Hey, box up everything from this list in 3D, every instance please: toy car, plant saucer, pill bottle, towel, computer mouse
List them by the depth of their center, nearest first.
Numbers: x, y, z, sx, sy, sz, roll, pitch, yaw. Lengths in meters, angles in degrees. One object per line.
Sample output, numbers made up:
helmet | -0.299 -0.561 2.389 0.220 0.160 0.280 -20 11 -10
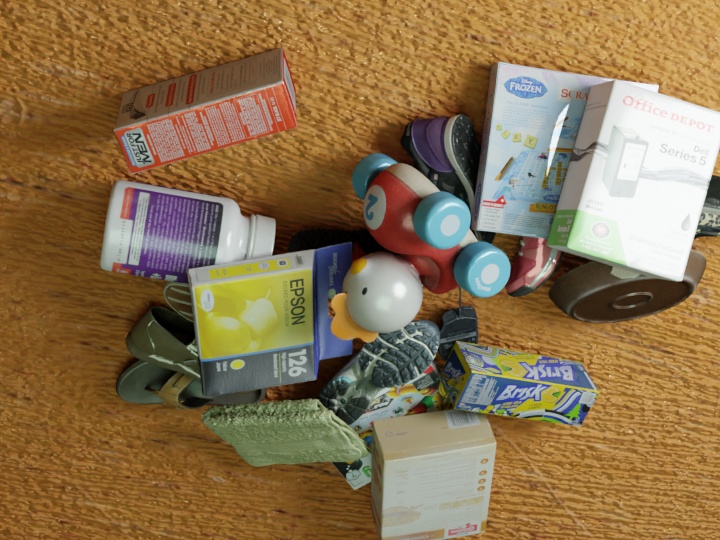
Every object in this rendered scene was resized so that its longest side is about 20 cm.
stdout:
toy car | 0.032 -0.004 1.530 0.200 0.184 0.177 -46 125 -5
pill bottle | -0.208 -0.040 1.593 0.199 0.112 0.112 9 119 -9
plant saucer | 0.338 0.025 1.651 0.200 0.035 0.200 -9 159 -3
computer mouse | 0.124 0.041 1.703 0.058 0.034 0.200 -9 126 -11
towel | -0.098 0.216 1.734 0.200 0.037 0.148 -5 146 28

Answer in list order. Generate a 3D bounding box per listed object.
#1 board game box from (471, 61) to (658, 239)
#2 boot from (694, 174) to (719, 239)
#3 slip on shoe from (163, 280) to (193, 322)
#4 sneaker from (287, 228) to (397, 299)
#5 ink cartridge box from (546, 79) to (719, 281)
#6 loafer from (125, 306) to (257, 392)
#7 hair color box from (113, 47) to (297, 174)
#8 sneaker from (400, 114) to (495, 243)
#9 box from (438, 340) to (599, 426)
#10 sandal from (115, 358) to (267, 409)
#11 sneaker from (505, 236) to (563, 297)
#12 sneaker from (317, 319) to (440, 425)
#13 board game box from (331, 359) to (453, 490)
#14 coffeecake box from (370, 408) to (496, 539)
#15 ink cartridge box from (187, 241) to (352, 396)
board game box | 0.242 -0.135 1.567 0.199 0.041 0.200 7 93 -9
boot | 0.404 -0.048 1.666 0.203 0.074 0.154 11 135 -28
slip on shoe | -0.149 0.037 1.673 0.200 0.061 0.076 13 137 -8
sneaker | 0.000 0.000 1.670 0.199 0.070 0.093 3 143 -12
ink cartridge box | 0.317 -0.103 1.515 0.145 0.084 0.200 16 90 -9
loafer | -0.201 0.100 1.696 0.200 0.076 0.068 14 124 -13
hair color box | -0.175 -0.184 1.513 0.200 0.111 0.064 -14 120 5
sneaker | 0.110 -0.110 1.615 0.087 0.076 0.200 3 135 29
box | 0.210 0.151 1.741 0.200 0.070 0.064 11 120 -24
sandal | -0.222 0.158 1.740 0.199 0.055 0.082 9 119 -9
sneaker | 0.224 -0.062 1.648 0.087 0.074 0.200 28 107 -9
sneaker | 0.025 0.116 1.717 0.200 0.086 0.078 -37 100 26
board game box | 0.041 0.207 1.801 0.200 0.035 0.126 -30 119 13
coffeecake box | 0.096 0.284 1.793 0.153 0.073 0.200 -8 134 -9
ink cartridge box | -0.103 0.064 1.609 0.199 0.047 0.198 -8 133 -8
